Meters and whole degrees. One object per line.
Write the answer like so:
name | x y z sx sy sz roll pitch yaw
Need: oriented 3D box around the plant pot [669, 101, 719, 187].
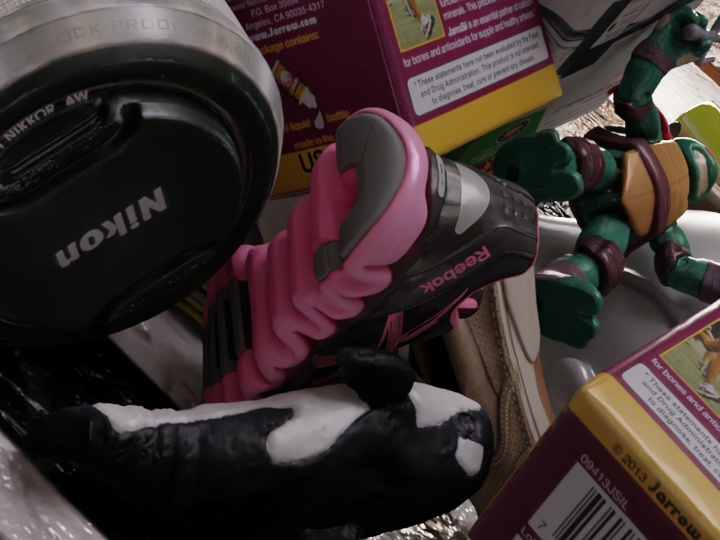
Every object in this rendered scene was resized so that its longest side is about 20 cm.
plant pot | 0.274 0.011 1.131 0.180 0.201 0.200 22 28 -29

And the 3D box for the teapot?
teapot | 0.158 0.063 0.848 0.145 0.201 0.198 0 6 -45

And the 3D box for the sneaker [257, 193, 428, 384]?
sneaker | 0.000 0.000 0.799 0.112 0.072 0.202 52 27 -39

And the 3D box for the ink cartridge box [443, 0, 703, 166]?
ink cartridge box | 0.112 -0.151 0.786 0.146 0.200 0.084 -26 75 -40

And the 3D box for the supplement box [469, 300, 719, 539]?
supplement box | 0.164 0.091 0.654 0.199 0.104 0.131 -22 63 -43

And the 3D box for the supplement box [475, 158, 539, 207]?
supplement box | 0.010 -0.105 0.943 0.199 0.103 0.131 35 15 -26

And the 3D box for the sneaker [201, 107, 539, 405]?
sneaker | 0.000 0.014 0.633 0.094 0.200 0.080 10 60 -27

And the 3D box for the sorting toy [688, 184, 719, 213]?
sorting toy | 0.217 0.042 0.979 0.185 0.200 0.037 41 49 -2

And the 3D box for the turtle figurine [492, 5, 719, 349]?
turtle figurine | 0.146 -0.041 0.781 0.199 0.100 0.151 -24 89 -44

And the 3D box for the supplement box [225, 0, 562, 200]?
supplement box | -0.005 -0.148 0.695 0.130 0.102 0.203 -26 104 -49

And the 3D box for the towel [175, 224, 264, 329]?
towel | -0.089 -0.039 0.812 0.143 0.023 0.200 39 20 -7

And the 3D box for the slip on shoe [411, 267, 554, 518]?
slip on shoe | 0.053 0.066 0.717 0.060 0.203 0.076 -13 12 -22

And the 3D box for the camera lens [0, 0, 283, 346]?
camera lens | -0.132 -0.084 0.626 0.159 0.160 0.201 18 31 -47

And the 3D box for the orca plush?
orca plush | -0.023 0.082 0.594 0.199 0.105 0.072 17 41 -44
